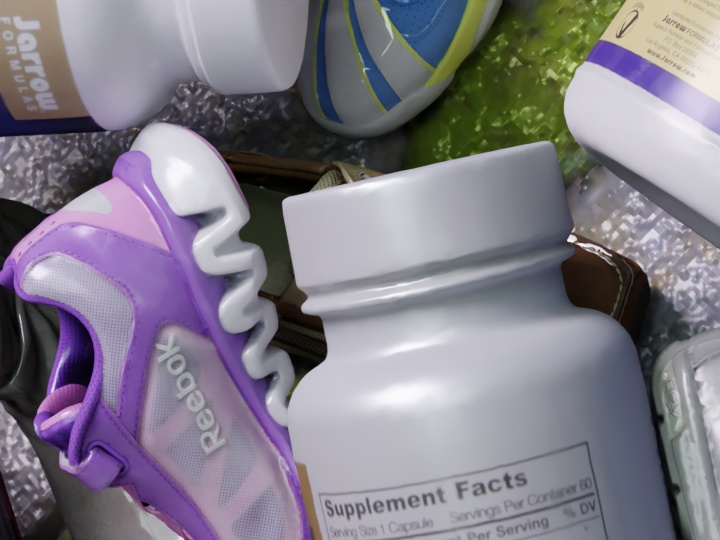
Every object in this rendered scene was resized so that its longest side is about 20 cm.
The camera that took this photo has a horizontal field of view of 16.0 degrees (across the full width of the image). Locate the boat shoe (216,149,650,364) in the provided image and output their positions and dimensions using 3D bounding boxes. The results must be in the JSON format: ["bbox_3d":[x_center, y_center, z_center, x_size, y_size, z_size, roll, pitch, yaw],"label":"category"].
[{"bbox_3d":[0.000,0.000,0.901,0.199,0.074,0.076,8,69,28],"label":"boat shoe"}]

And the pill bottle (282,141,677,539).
[{"bbox_3d":[0.038,0.066,0.809,0.114,0.114,0.201,-11,93,23],"label":"pill bottle"}]

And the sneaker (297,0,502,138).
[{"bbox_3d":[0.017,-0.151,0.923,0.075,0.105,0.201,22,86,30],"label":"sneaker"}]

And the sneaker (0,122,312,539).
[{"bbox_3d":[-0.062,0.056,0.864,0.088,0.201,0.080,-26,16,-19],"label":"sneaker"}]

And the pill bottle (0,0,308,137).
[{"bbox_3d":[-0.122,-0.103,0.868,0.199,0.116,0.116,-3,74,11],"label":"pill bottle"}]

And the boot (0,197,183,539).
[{"bbox_3d":[-0.119,0.043,0.920,0.068,0.131,0.200,-37,63,11],"label":"boot"}]

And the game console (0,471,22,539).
[{"bbox_3d":[-0.219,0.092,0.964,0.200,0.119,0.173,34,92,30],"label":"game console"}]

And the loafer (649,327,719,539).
[{"bbox_3d":[0.143,0.113,0.804,0.069,0.070,0.201,-13,79,5],"label":"loafer"}]

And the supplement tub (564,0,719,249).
[{"bbox_3d":[0.173,-0.090,0.805,0.145,0.145,0.200,36,92,30],"label":"supplement tub"}]
